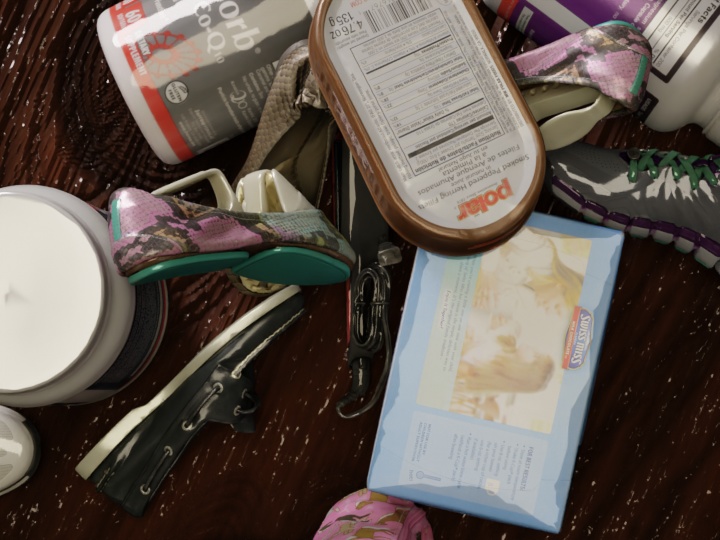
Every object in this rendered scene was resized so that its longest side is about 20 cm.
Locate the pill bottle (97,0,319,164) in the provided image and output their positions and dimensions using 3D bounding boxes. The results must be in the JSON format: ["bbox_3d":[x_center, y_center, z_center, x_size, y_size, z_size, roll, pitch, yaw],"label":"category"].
[{"bbox_3d":[-0.067,-0.163,1.347,0.199,0.116,0.116,-26,85,2],"label":"pill bottle"}]

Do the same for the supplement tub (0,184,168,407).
[{"bbox_3d":[-0.208,0.019,1.304,0.139,0.200,0.141,0,86,4],"label":"supplement tub"}]

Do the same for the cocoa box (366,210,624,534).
[{"bbox_3d":[0.089,0.061,1.315,0.133,0.131,0.201,12,88,5],"label":"cocoa box"}]

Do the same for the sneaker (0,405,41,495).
[{"bbox_3d":[-0.323,0.126,1.349,0.199,0.115,0.076,0,86,4],"label":"sneaker"}]

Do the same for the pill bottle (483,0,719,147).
[{"bbox_3d":[0.186,-0.171,1.331,0.200,0.112,0.113,37,90,5],"label":"pill bottle"}]

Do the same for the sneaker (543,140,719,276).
[{"bbox_3d":[0.216,-0.061,1.323,0.199,0.075,0.088,23,125,-9],"label":"sneaker"}]

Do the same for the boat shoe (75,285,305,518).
[{"bbox_3d":[-0.102,0.092,1.356,0.199,0.075,0.066,-41,87,1],"label":"boat shoe"}]

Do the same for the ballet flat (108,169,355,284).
[{"bbox_3d":[-0.079,-0.029,1.261,0.069,0.199,0.072,-22,75,40],"label":"ballet flat"}]

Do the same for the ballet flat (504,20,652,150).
[{"bbox_3d":[0.104,-0.105,1.305,0.069,0.199,0.071,36,55,-34],"label":"ballet flat"}]

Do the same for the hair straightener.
[{"bbox_3d":[0.000,0.000,1.351,0.041,0.077,0.201,5,86,-13],"label":"hair straightener"}]

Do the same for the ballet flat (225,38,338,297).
[{"bbox_3d":[-0.048,-0.059,1.327,0.067,0.046,0.201,4,125,-23],"label":"ballet flat"}]

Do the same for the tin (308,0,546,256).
[{"bbox_3d":[0.041,-0.106,1.249,0.112,0.042,0.201,-26,80,-5],"label":"tin"}]

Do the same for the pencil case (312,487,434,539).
[{"bbox_3d":[0.001,0.199,1.282,0.086,0.200,0.083,3,97,5],"label":"pencil case"}]
